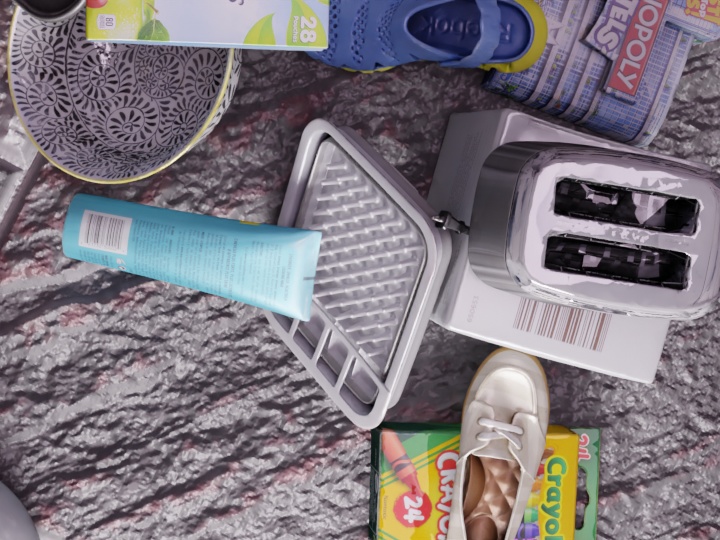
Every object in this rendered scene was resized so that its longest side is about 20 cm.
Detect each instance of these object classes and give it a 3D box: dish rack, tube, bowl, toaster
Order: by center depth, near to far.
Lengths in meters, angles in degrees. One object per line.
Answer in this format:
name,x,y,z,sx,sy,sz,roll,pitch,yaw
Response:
toaster,0.156,-0.029,1.084,0.198,0.129,0.115,10,92,-8
bowl,-0.160,-0.161,1.229,0.199,0.094,0.203,-2,86,26
dish rack,0.000,0.000,1.231,0.043,0.172,0.201,-14,137,-35
tube,-0.130,-0.015,1.253,0.198,0.050,0.078,13,123,8

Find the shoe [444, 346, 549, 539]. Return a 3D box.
shoe,0.107,0.157,1.255,0.069,0.053,0.202,8,107,-3

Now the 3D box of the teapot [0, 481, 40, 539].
teapot,-0.332,0.246,1.220,0.197,0.146,0.201,-38,99,-4

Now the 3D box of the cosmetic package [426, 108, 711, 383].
cosmetic package,0.143,-0.024,1.248,0.166,0.200,0.168,15,92,-10

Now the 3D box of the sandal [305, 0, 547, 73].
sandal,0.043,-0.193,1.262,0.198,0.087,0.080,0,96,15

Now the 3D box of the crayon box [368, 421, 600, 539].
crayon box,0.107,0.191,1.333,0.198,0.051,0.128,1,94,-9

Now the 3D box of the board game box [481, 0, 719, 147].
board game box,0.226,-0.211,1.319,0.198,0.062,0.202,19,91,-9

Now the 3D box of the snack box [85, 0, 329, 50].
snack box,-0.102,-0.254,1.104,0.167,0.068,0.202,2,97,-6

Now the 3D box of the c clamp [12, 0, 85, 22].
c clamp,-0.232,-0.280,1.204,0.199,0.027,0.172,34,110,24
